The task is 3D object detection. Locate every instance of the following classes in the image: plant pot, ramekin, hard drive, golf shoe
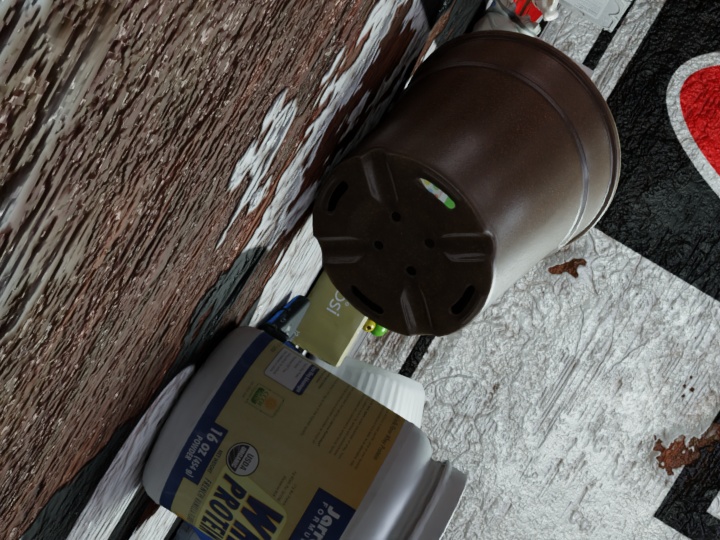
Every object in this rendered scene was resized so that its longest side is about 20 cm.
[{"bbox_3d":[0.074,-0.059,0.912,0.198,0.200,0.201,-43,165,-47],"label":"plant pot"},{"bbox_3d":[-0.002,0.179,1.651,0.202,0.201,0.095,86,22,-83],"label":"ramekin"},{"bbox_3d":[0.363,-0.449,1.866,0.038,0.139,0.200,-58,177,0],"label":"hard drive"},{"bbox_3d":[0.143,-0.235,1.305,0.097,0.078,0.200,-48,169,2],"label":"golf shoe"}]

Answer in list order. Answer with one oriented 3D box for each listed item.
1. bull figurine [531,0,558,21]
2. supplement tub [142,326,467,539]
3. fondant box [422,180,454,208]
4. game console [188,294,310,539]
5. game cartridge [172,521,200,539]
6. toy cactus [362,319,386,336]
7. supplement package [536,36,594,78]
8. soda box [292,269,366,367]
[{"bbox_3d":[0.270,-0.405,1.455,0.201,0.065,0.121,-68,-153,15],"label":"bull figurine"},{"bbox_3d":[-0.038,0.147,0.839,0.145,0.199,0.144,-59,176,-7],"label":"supplement tub"},{"bbox_3d":[0.145,-0.135,1.433,0.201,0.144,0.058,-61,177,26],"label":"fondant box"},{"bbox_3d":[-0.072,0.148,1.021,0.201,0.118,0.171,-60,176,19],"label":"game console"},{"bbox_3d":[-0.159,0.259,1.366,0.200,0.041,0.133,-57,171,-30],"label":"game cartridge"},{"bbox_3d":[0.027,0.003,1.546,0.200,0.102,0.166,59,43,-83],"label":"toy cactus"},{"bbox_3d":[0.231,-0.226,1.814,0.192,0.147,0.200,-56,176,-32],"label":"supplement package"},{"bbox_3d":[0.000,0.000,1.216,0.201,0.064,0.068,-60,176,-3],"label":"soda box"}]
